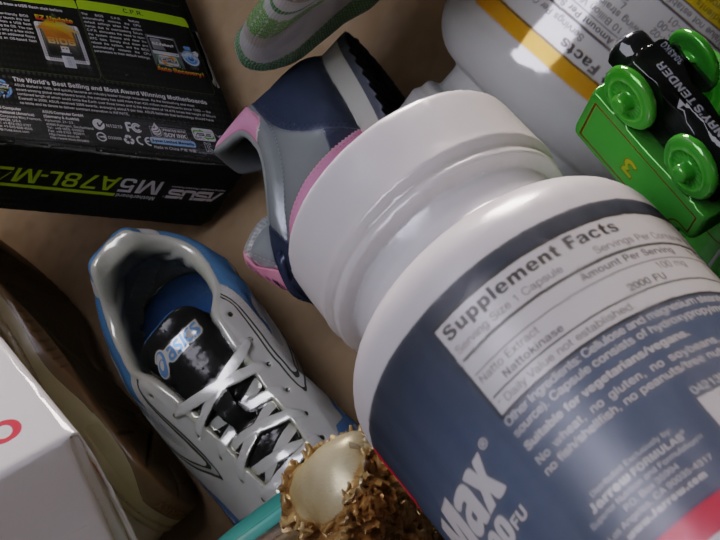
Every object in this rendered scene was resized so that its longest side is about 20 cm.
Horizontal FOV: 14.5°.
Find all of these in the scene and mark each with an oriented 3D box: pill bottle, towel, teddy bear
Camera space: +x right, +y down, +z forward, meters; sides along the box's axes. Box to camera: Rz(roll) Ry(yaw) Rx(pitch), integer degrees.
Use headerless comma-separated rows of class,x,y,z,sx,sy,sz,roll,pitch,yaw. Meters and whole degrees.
pill bottle,0.102,-0.098,1.057,0.200,0.113,0.113,-49,52,7
towel,0.027,-0.135,1.068,0.149,0.200,0.031,-39,93,-12
teddy bear,0.010,0.129,0.982,0.067,0.200,0.145,2,45,9
pill bottle,0.068,0.042,0.879,0.120,0.120,0.200,-46,59,10

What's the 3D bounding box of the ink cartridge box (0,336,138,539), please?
ink cartridge box,-0.191,0.075,1.062,0.145,0.083,0.200,-30,39,-14

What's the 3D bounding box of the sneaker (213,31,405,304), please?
sneaker,0.000,0.000,1.115,0.082,0.070,0.200,-31,48,13

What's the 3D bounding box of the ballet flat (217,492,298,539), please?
ballet flat,-0.071,0.150,1.054,0.200,0.068,0.072,-33,91,-1

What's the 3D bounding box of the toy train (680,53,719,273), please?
toy train,0.109,-0.005,0.991,0.056,0.042,0.200,65,149,27

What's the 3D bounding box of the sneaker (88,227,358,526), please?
sneaker,-0.047,0.057,1.122,0.072,0.072,0.200,-48,54,7

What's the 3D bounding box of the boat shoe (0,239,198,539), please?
boat shoe,-0.146,0.048,1.192,0.065,0.071,0.200,-46,54,9

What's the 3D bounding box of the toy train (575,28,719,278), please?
toy train,0.140,0.007,0.889,0.042,0.056,0.200,-30,72,-28

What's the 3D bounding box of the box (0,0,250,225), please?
box,-0.164,-0.111,1.191,0.048,0.200,0.193,-54,47,36
